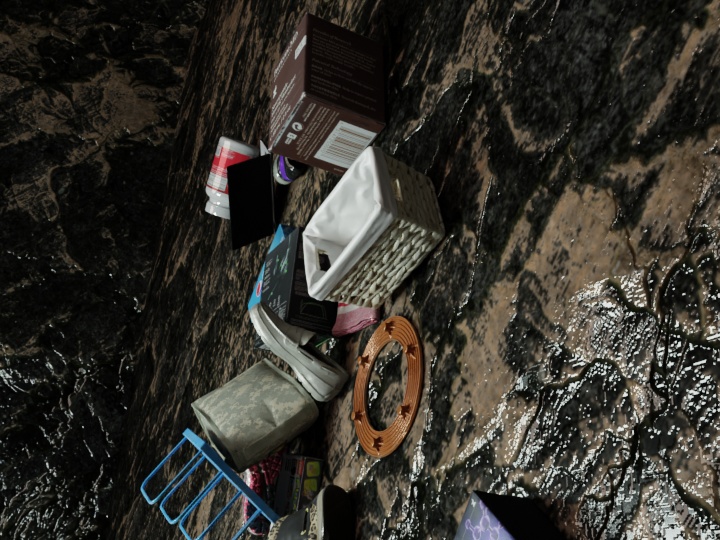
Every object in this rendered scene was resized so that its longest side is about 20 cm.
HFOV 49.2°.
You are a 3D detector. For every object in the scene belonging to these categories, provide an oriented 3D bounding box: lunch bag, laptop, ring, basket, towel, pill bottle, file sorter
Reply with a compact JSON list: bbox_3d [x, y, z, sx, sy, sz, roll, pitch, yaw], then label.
[{"bbox_3d":[-0.172,0.253,1.328,0.199,0.163,0.119,18,135,62],"label":"lunch bag"},{"bbox_3d":[-0.251,-0.174,1.762,0.200,0.114,0.190,-126,33,-61],"label":"laptop"},{"bbox_3d":[0.032,0.164,1.128,0.200,0.019,0.203,-46,37,51],"label":"ring"},{"bbox_3d":[0.017,-0.053,1.134,0.200,0.122,0.137,-49,35,36],"label":"basket"},{"bbox_3d":[0.000,0.000,1.288,0.144,0.022,0.203,-31,49,57],"label":"towel"},{"bbox_3d":[-0.346,-0.245,2.089,0.112,0.111,0.203,37,111,65],"label":"pill bottle"},{"bbox_3d":[-0.238,0.376,1.262,0.123,0.201,0.138,-45,15,-19],"label":"file sorter"}]

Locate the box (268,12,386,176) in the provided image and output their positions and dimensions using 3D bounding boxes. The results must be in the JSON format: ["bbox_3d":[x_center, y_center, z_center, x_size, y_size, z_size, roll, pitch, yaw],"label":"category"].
[{"bbox_3d":[-0.062,-0.314,1.424,0.166,0.162,0.203,-46,37,48],"label":"box"}]

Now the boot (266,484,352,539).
[{"bbox_3d":[-0.080,0.426,1.135,0.150,0.072,0.203,-37,40,40],"label":"boot"}]

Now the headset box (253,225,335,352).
[{"bbox_3d":[-0.115,0.036,1.437,0.174,0.091,0.203,-34,46,57],"label":"headset box"}]

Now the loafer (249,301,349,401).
[{"bbox_3d":[-0.099,0.121,1.278,0.070,0.200,0.070,-46,-6,13],"label":"loafer"}]

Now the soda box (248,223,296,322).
[{"bbox_3d":[-0.165,0.013,1.598,0.202,0.063,0.068,-65,25,22],"label":"soda box"}]

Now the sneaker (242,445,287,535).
[{"bbox_3d":[-0.184,0.371,1.422,0.075,0.079,0.203,140,140,-63],"label":"sneaker"}]

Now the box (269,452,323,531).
[{"bbox_3d":[-0.112,0.408,1.293,0.110,0.034,0.204,-16,63,63],"label":"box"}]

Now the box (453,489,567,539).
[{"bbox_3d":[0.131,0.336,0.739,0.141,0.078,0.203,-138,65,-67],"label":"box"}]

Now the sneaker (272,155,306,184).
[{"bbox_3d":[-0.133,-0.292,1.705,0.099,0.069,0.204,-10,73,59],"label":"sneaker"}]
